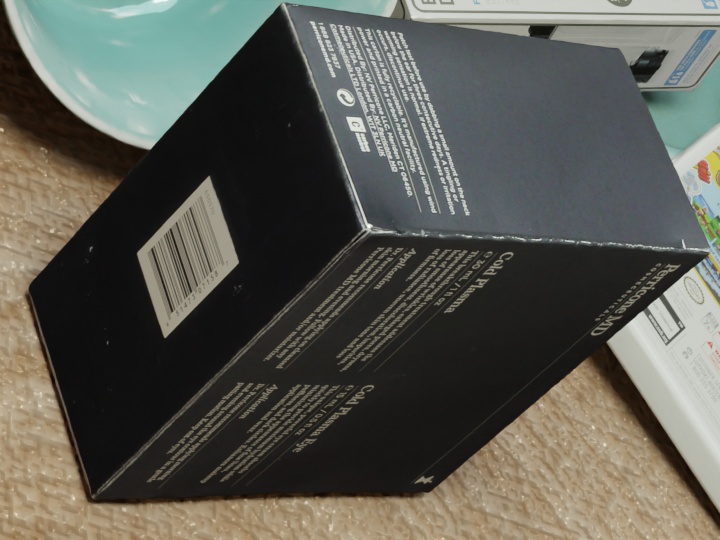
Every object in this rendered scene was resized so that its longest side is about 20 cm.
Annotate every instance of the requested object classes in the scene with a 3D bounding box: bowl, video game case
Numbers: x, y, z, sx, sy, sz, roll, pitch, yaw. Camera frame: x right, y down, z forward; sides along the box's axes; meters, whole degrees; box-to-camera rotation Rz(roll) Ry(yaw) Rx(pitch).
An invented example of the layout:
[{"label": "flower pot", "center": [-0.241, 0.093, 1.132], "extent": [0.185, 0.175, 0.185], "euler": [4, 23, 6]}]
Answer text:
[{"label": "bowl", "center": [-0.086, -0.161, 1.127], "extent": [0.200, 0.202, 0.105], "euler": [11, 13, -36]}, {"label": "video game case", "center": [0.197, 0.040, 1.302], "extent": [0.200, 0.023, 0.182], "euler": [56, 40, -2]}]

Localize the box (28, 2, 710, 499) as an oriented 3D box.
[{"label": "box", "center": [0.000, 0.000, 1.039], "extent": [0.182, 0.200, 0.104], "euler": [4, 55, -40]}]

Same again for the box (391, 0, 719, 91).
[{"label": "box", "center": [0.084, -0.153, 1.316], "extent": [0.199, 0.060, 0.117], "euler": [-1, 58, -27]}]

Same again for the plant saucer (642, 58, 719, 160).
[{"label": "plant saucer", "center": [0.143, -0.121, 1.403], "extent": [0.200, 0.027, 0.201], "euler": [24, 45, -25]}]
